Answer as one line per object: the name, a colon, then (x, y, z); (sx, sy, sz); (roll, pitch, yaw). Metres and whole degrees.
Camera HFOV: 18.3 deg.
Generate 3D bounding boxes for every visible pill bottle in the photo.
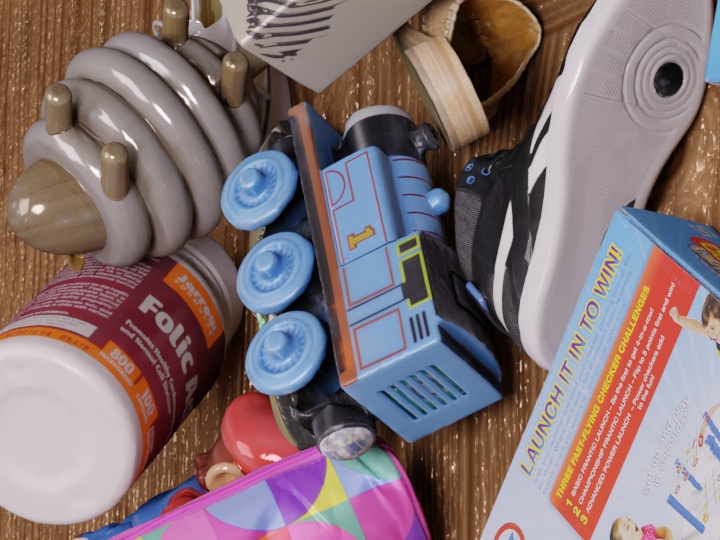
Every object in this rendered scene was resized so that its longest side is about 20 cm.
pill bottle: (-0.145, 0.052, 1.298); (0.114, 0.114, 0.200); (-61, -3, 30)

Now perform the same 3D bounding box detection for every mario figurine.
mario figurine: (-0.082, 0.153, 1.257); (0.200, 0.106, 0.124); (-32, 33, 26)

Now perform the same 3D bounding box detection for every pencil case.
pencil case: (-0.064, 0.147, 1.136); (0.088, 0.199, 0.089); (159, 90, -81)

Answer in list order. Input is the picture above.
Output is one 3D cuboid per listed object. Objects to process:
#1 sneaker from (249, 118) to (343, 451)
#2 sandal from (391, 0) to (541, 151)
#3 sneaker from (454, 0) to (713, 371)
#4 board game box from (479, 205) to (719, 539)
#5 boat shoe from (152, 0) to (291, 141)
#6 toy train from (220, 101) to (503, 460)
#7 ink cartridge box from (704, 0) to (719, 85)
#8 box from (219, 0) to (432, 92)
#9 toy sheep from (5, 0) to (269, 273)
sneaker: (-0.030, 0.019, 1.253); (0.089, 0.077, 0.201); (125, 149, -52)
sandal: (0.061, -0.106, 1.125); (0.078, 0.069, 0.212); (64, -178, -10)
sneaker: (0.092, -0.062, 1.051); (0.112, 0.073, 0.201); (34, 112, 58)
board game box: (0.140, 0.106, 0.940); (0.196, 0.056, 0.201); (49, 124, 53)
boat shoe: (-0.092, -0.133, 1.367); (0.075, 0.086, 0.203); (-16, 68, 57)
toy train: (0.000, 0.000, 1.134); (0.114, 0.087, 0.201); (-25, 50, 18)
ink cartridge box: (0.211, -0.165, 0.883); (0.116, 0.066, 0.201); (11, 91, 59)
box: (0.021, -0.182, 1.081); (0.200, 0.068, 0.082); (-39, 53, 20)
toy sheep: (-0.118, -0.076, 1.271); (0.138, 0.200, 0.138); (42, 153, 27)
